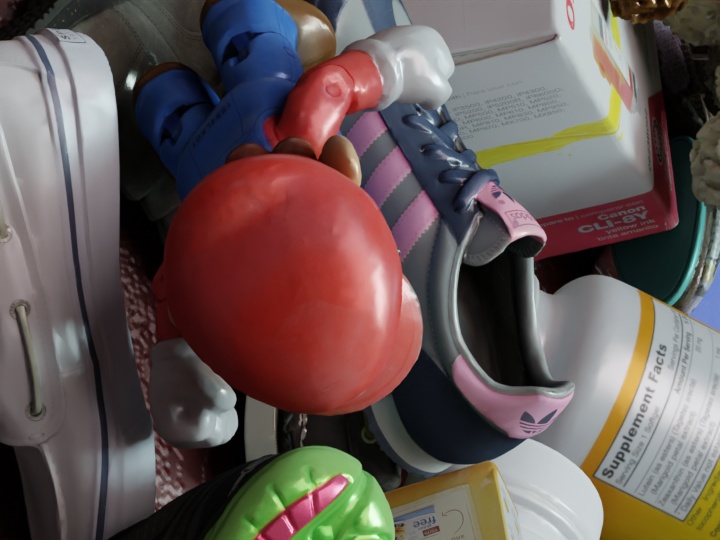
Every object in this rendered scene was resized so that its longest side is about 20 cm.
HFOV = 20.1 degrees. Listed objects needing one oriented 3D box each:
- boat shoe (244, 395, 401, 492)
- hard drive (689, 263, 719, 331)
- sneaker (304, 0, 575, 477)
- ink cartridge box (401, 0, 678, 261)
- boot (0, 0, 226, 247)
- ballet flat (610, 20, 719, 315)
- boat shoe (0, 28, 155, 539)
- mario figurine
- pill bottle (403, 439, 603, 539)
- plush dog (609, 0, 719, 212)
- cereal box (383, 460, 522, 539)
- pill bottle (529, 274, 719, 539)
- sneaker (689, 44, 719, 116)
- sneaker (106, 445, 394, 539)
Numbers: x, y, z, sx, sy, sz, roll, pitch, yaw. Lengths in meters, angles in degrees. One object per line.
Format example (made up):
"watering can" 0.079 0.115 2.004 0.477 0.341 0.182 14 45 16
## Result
"boat shoe" 0.000 0.000 0.829 0.072 0.060 0.202 72 24 -58
"hard drive" 0.179 0.069 1.002 0.200 0.025 0.132 -38 95 -41
"sneaker" 0.031 -0.029 0.760 0.070 0.082 0.201 -10 83 -47
"ink cartridge box" 0.074 -0.111 0.913 0.200 0.083 0.146 44 39 -59
"boot" -0.092 -0.045 0.774 0.131 0.067 0.200 56 42 -19
"ballet flat" 0.157 -0.054 1.021 0.072 0.072 0.201 25 43 -37
"boat shoe" -0.116 0.021 0.687 0.066 0.073 0.201 -9 100 -28
"mario figurine" -0.021 -0.014 0.678 0.105 0.124 0.200 1 31 -13
"pill bottle" 0.032 0.161 0.760 0.111 0.111 0.201 43 45 -23
"plush dog" 0.186 -0.135 0.924 0.172 0.160 0.200 41 27 -8
"cereal box" -0.005 0.165 0.654 0.201 0.143 0.040 -97 166 -46
"pill bottle" 0.119 0.071 0.872 0.199 0.111 0.111 27 49 -8
"sneaker" 0.254 -0.061 1.079 0.089 0.079 0.201 13 41 -47
"sneaker" -0.073 0.133 0.650 0.200 0.084 0.077 -38 103 -10
